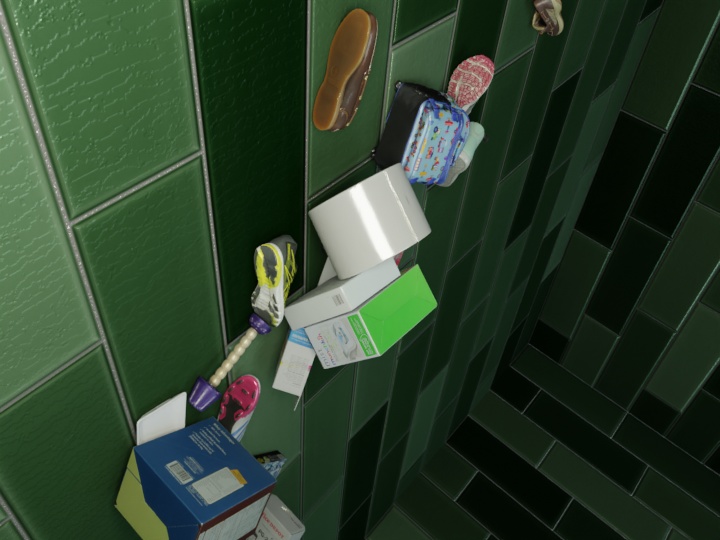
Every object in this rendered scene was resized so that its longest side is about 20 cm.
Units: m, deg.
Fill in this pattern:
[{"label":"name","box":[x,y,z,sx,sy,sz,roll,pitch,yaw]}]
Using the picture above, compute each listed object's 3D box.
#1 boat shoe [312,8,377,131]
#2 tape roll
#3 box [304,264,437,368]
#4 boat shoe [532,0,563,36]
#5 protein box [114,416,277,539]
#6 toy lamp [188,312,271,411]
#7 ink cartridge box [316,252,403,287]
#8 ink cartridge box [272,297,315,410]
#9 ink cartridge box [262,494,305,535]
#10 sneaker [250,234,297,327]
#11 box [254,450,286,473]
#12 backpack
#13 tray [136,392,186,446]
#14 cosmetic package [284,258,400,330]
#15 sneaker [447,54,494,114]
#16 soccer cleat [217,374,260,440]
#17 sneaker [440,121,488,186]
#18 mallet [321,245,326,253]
[{"label":"boat shoe","box":[-0.018,-0.325,1.080,0.069,0.070,0.203,-13,139,-47]},{"label":"tape roll","box":[0.017,-0.092,1.223,0.199,0.142,0.203,-27,-176,2]},{"label":"box","box":[0.022,0.093,1.284,0.174,0.099,0.199,-20,-169,48]},{"label":"boat shoe","box":[0.454,-0.625,1.623,0.071,0.074,0.199,-29,171,14]},{"label":"protein box","box":[-0.299,0.406,1.207,0.198,0.197,0.138,-8,129,-58]},{"label":"toy lamp","box":[-0.250,0.176,1.252,0.201,0.057,0.059,-51,155,-15]},{"label":"ink cartridge box","box":[0.000,0.000,1.460,0.198,0.083,0.147,-32,152,-44]},{"label":"ink cartridge box","box":[-0.134,0.178,1.394,0.116,0.066,0.205,-86,-165,-65]},{"label":"ink cartridge box","box":[-0.261,0.735,1.777,0.203,0.144,0.083,-59,152,6]},{"label":"sneaker","box":[-0.151,0.022,1.232,0.084,0.073,0.203,-41,154,-41]},{"label":"box","box":[-0.275,0.524,1.629,0.139,0.039,0.199,-61,155,5]},{"label":"backpack","box":[0.142,-0.266,1.325,0.196,0.134,0.187,-2,122,-44]},{"label":"tray","box":[-0.374,0.315,1.223,0.106,0.022,0.204,-32,145,-45]},{"label":"cosmetic package","box":[-0.038,0.042,1.259,0.150,0.053,0.198,-36,-171,-40]},{"label":"sneaker","box":[0.218,-0.381,1.448,0.201,0.080,0.075,-52,174,21]},{"label":"soccer cleat","box":[-0.260,0.297,1.378,0.204,0.069,0.086,-61,171,13]},{"label":"sneaker","box":[0.217,-0.267,1.500,0.120,0.073,0.200,-56,-167,-17]},{"label":"mallet","box":[-0.008,-0.107,1.395,0.198,0.041,0.067,-37,150,-30]}]
